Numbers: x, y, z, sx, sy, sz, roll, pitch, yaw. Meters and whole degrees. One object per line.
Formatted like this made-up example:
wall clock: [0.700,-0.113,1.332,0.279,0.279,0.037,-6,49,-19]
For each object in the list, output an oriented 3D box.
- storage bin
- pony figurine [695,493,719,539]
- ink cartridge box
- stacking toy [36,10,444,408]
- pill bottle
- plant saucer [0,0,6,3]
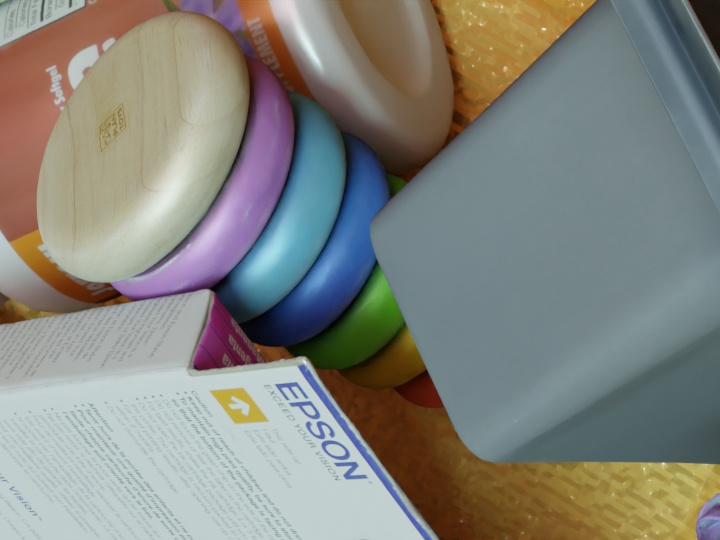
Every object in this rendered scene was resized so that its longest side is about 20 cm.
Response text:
storage bin: [0.109,-0.002,0.773,0.134,0.199,0.146,-38,65,30]
pony figurine: [0.155,0.140,0.747,0.192,0.201,0.167,-18,36,18]
ink cartridge box: [-0.032,0.090,0.823,0.199,0.197,0.043,-9,39,39]
stacking toy: [0.000,0.000,0.832,0.085,0.199,0.086,-31,44,36]
pill bottle: [-0.078,-0.052,0.907,0.199,0.112,0.113,-23,77,23]
plant saucer: [-0.122,-0.148,0.923,0.199,0.048,0.201,-22,33,23]
